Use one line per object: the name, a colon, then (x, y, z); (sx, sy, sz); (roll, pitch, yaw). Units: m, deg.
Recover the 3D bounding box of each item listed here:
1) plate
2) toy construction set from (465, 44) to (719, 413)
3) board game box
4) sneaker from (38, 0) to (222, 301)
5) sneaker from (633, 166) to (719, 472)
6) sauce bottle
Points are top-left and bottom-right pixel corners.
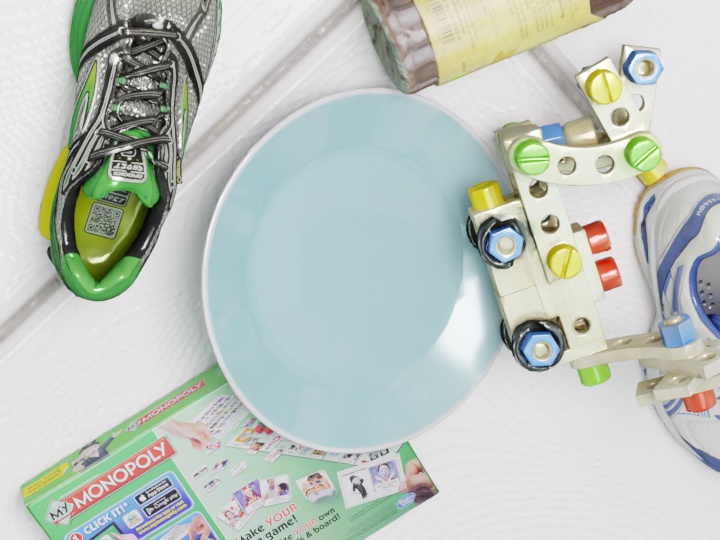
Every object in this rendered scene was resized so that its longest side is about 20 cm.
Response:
plate: (0.000, 0.000, 1.052); (0.200, 0.026, 0.201); (-5, 100, -29)
toy construction set: (0.131, -0.012, 1.044); (0.131, 0.092, 0.200); (-20, 89, -1)
board game box: (-0.072, 0.124, 1.097); (0.200, 0.029, 0.135); (-31, 113, -2)
sneaker: (-0.112, -0.077, 0.983); (0.078, 0.085, 0.200); (7, 107, -17)
sneaker: (0.208, 0.043, 1.111); (0.075, 0.088, 0.200); (-23, 115, -8)
sauce bottle: (0.102, -0.155, 1.023); (0.200, 0.065, 0.065); (-21, 113, -5)
